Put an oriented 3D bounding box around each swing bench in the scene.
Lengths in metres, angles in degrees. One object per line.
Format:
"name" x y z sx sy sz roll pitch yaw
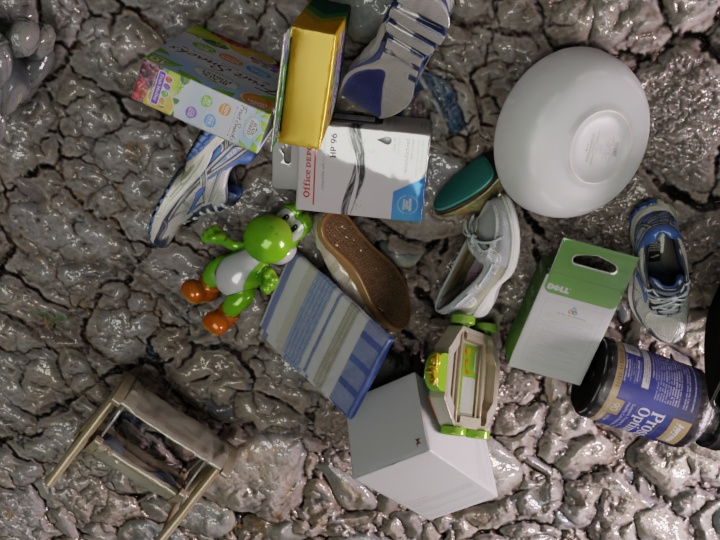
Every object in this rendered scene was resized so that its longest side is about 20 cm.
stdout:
"swing bench" -0.313 0.270 1.247 0.199 0.130 0.200 38 109 -12

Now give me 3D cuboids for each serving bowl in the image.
"serving bowl" 0.254 -0.148 0.959 0.199 0.066 0.201 -10 116 -21

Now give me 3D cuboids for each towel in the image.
"towel" -0.050 0.084 1.119 0.200 0.024 0.147 40 121 28

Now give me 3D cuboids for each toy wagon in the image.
"toy wagon" 0.129 0.136 1.092 0.039 0.200 0.156 -1 77 35

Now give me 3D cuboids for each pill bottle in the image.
"pill bottle" 0.394 0.169 1.125 0.199 0.112 0.112 19 117 -3

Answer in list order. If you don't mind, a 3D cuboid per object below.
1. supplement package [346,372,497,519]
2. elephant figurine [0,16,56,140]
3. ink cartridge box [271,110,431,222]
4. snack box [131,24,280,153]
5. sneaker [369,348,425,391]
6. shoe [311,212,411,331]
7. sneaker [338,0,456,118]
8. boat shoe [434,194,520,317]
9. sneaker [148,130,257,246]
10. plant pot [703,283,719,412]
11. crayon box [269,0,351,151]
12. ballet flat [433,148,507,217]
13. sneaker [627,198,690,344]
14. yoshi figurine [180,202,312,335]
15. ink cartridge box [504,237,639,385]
"supplement package" 0.084 0.244 1.148 0.117 0.118 0.200 -25 139 22
"elephant figurine" -0.473 -0.288 0.997 0.200 0.155 0.142 34 159 1
"ink cartridge box" -0.017 -0.132 1.042 0.199 0.068 0.116 6 117 4
"snack box" -0.153 -0.209 0.945 0.142 0.200 0.053 22 116 -5
"sneaker" 0.033 0.115 1.165 0.099 0.071 0.201 -14 118 8
"shoe" 0.000 0.000 1.120 0.053 0.070 0.200 -3 129 53
"sneaker" 0.058 -0.269 0.962 0.080 0.115 0.199 32 145 -8
"boat shoe" 0.146 -0.012 1.055 0.065 0.075 0.202 -3 143 -16
"sneaker" -0.199 -0.098 1.069 0.085 0.077 0.200 32 116 -14
"plant pot" 0.530 0.056 1.017 0.199 0.178 0.200 12 118 1
"crayon box" -0.052 -0.216 0.930 0.051 0.200 0.126 11 118 1
"ballet flat" 0.177 -0.123 1.032 0.071 0.071 0.200 39 114 -13
"sneaker" 0.378 0.016 1.064 0.077 0.085 0.201 -13 115 12
"yoshi figurine" -0.148 -0.011 1.081 0.112 0.112 0.200 35 112 -29
"ink cartridge box" 0.272 0.044 1.104 0.103 0.059 0.201 16 117 -2
